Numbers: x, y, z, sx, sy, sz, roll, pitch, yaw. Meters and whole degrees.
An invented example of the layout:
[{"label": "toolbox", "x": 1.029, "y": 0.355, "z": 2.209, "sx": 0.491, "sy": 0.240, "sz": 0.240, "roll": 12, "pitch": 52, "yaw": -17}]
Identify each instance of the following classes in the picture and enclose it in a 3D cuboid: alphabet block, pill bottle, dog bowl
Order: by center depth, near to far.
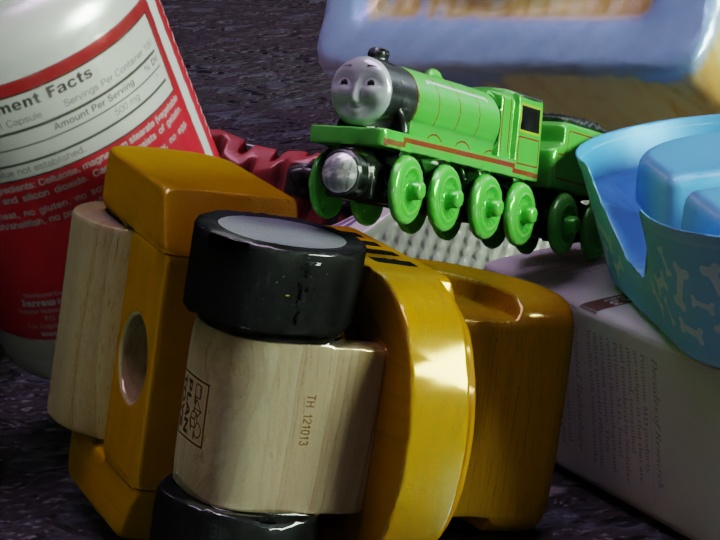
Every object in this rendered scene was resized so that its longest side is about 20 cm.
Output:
[{"label": "dog bowl", "x": 0.140, "y": -0.012, "z": 0.863, "sx": 0.111, "sy": 0.050, "sz": 0.200, "roll": -7, "pitch": 14, "yaw": -7}, {"label": "pill bottle", "x": -0.122, "y": -0.066, "z": 0.985, "sx": 0.112, "sy": 0.201, "sz": 0.112, "roll": -15, "pitch": 30, "yaw": 9}, {"label": "alphabet block", "x": 0.126, "y": -0.133, "z": 1.100, "sx": 0.194, "sy": 0.198, "sz": 0.200, "roll": 5, "pitch": -18, "yaw": 37}]

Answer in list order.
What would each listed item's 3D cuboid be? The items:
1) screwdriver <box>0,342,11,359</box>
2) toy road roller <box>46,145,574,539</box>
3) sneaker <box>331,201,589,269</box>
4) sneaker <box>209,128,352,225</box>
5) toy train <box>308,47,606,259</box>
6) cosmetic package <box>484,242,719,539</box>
[{"label": "screwdriver", "x": -0.198, "y": 0.005, "z": 1.015, "sx": 0.199, "sy": 0.028, "sz": 0.029, "roll": 31, "pitch": -20, "yaw": -32}, {"label": "toy road roller", "x": -0.016, "y": 0.036, "z": 0.885, "sx": 0.145, "sy": 0.124, "sz": 0.200, "roll": 4, "pitch": 11, "yaw": -25}, {"label": "sneaker", "x": 0.000, "y": -0.001, "z": 1.094, "sx": 0.199, "sy": 0.073, "sz": 0.114, "roll": -18, "pitch": 12, "yaw": -17}, {"label": "sneaker", "x": -0.028, "y": -0.021, "z": 1.213, "sx": 0.199, "sy": 0.071, "sz": 0.098, "roll": 17, "pitch": -1, "yaw": 24}, {"label": "toy train", "x": 0.040, "y": -0.038, "z": 0.886, "sx": 0.041, "sy": 0.057, "sz": 0.200, "roll": 5, "pitch": -2, "yaw": 28}, {"label": "cosmetic package", "x": 0.130, "y": 0.040, "z": 0.908, "sx": 0.101, "sy": 0.075, "sz": 0.200, "roll": -10, "pitch": 13, "yaw": -22}]
